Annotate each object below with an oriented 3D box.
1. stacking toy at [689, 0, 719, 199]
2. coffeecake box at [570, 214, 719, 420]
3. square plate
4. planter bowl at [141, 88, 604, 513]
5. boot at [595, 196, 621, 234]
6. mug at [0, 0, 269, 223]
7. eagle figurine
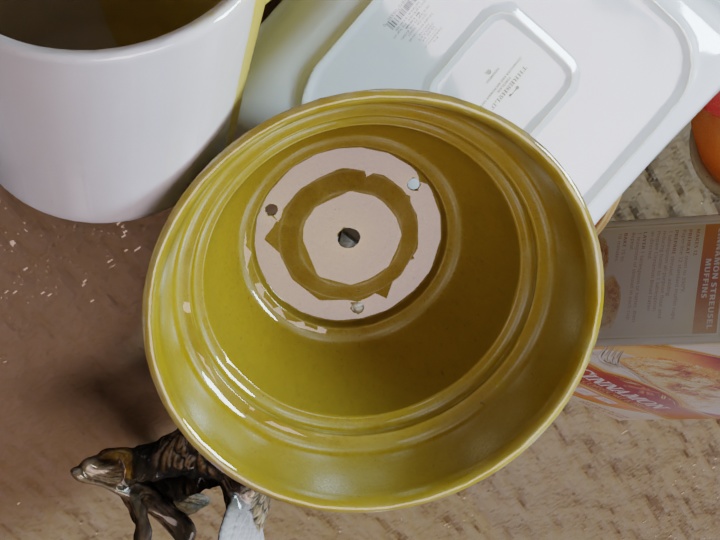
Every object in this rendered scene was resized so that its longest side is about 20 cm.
[{"bbox_3d":[0.198,-0.138,1.265,0.146,0.146,0.200,-33,126,2],"label":"stacking toy"},{"bbox_3d":[0.181,0.027,1.362,0.200,0.073,0.153,-3,161,40],"label":"coffeecake box"},{"bbox_3d":[0.059,-0.087,1.185,0.198,0.028,0.200,39,95,-26],"label":"square plate"},{"bbox_3d":[0.000,0.000,1.140,0.200,0.083,0.201,-4,115,-9],"label":"planter bowl"},{"bbox_3d":[0.061,-0.091,1.256,0.144,0.071,0.201,-9,130,-19],"label":"boot"},{"bbox_3d":[-0.091,-0.101,1.079,0.186,0.150,0.153,-10,146,-9],"label":"mug"},{"bbox_3d":[-0.046,0.054,1.290,0.200,0.152,0.151,-36,121,12],"label":"eagle figurine"}]
